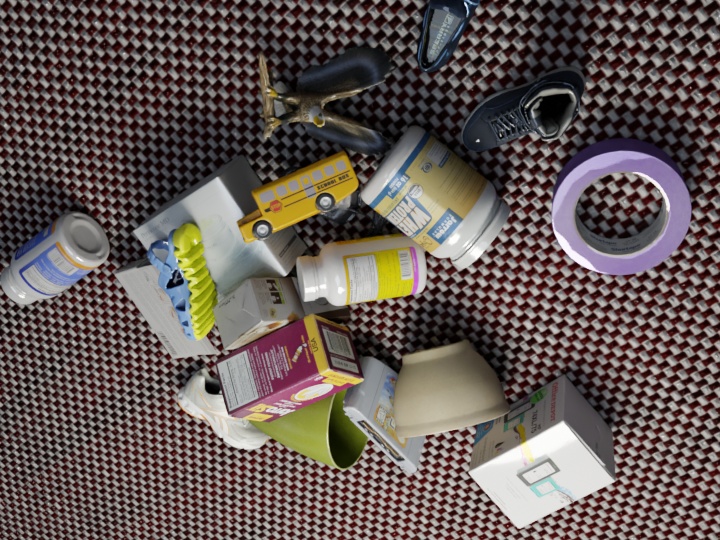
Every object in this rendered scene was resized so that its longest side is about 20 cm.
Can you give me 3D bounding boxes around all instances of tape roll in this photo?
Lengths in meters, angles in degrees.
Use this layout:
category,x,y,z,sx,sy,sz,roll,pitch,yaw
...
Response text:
category,x,y,z,sx,sy,sz,roll,pitch,yaw
tape roll,0.393,-0.096,1.243,0.200,0.066,0.200,6,118,11

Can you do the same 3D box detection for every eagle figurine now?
category,x,y,z,sx,sy,sz,roll,pitch,yaw
eagle figurine,-0.054,-0.254,1.261,0.200,0.151,0.152,-6,156,-11

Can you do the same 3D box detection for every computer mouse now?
category,x,y,z,sx,sy,sz,roll,pitch,yaw
computer mouse,-0.051,-0.095,1.374,0.200,0.046,0.141,17,115,-7

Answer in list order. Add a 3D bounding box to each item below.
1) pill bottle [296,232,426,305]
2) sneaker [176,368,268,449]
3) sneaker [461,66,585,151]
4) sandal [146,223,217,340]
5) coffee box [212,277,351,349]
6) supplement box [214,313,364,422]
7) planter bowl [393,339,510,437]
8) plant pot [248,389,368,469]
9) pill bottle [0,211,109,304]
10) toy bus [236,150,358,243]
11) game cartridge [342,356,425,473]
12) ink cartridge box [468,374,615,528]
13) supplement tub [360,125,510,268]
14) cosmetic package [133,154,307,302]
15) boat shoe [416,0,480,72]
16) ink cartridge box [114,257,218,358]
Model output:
category,x,y,z,sx,sy,sz,roll,pitch,yaw
pill bottle,0.000,0.000,1.330,0.200,0.104,0.104,-8,116,-12
sneaker,-0.258,0.269,1.593,0.200,0.076,0.092,34,115,-4
sneaker,0.227,-0.218,1.182,0.202,0.146,0.077,-28,108,26
sandal,-0.292,0.020,1.341,0.087,0.079,0.200,-2,108,20
coffee box,-0.129,0.069,1.373,0.114,0.200,0.080,-35,67,39
supplement box,-0.117,0.166,1.354,0.200,0.131,0.103,-26,66,19
planter bowl,0.144,0.195,1.398,0.200,0.200,0.135,-15,84,21
plant pot,-0.102,0.252,1.497,0.200,0.187,0.187,5,118,26
pill bottle,-0.570,-0.016,1.510,0.200,0.112,0.112,-29,105,26
toy bus,-0.102,-0.112,1.284,0.200,0.065,0.078,-24,93,-7
game cartridge,0.052,0.251,1.457,0.041,0.133,0.200,-17,127,40
ink cartridge box,0.317,0.313,1.419,0.200,0.147,0.146,-37,101,26
supplement tub,0.116,-0.111,1.262,0.200,0.145,0.145,37,119,-5
cosmetic package,-0.238,-0.054,1.398,0.199,0.123,0.200,-28,105,25
boat shoe,0.135,-0.375,1.170,0.084,0.069,0.200,16,118,6
ink cartridge box,-0.343,0.067,1.488,0.176,0.045,0.200,-10,116,49
